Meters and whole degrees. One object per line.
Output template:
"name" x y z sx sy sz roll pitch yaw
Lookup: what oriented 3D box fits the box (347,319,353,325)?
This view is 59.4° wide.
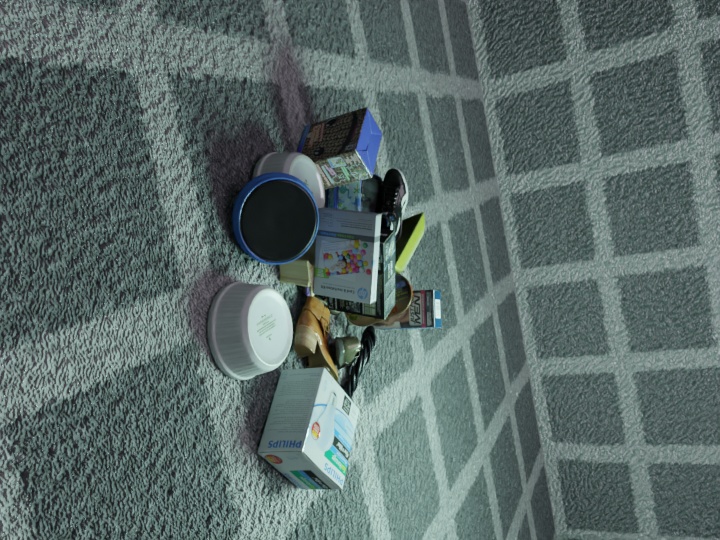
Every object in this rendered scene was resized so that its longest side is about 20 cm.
"box" 0.024 0.076 1.834 0.200 0.067 0.084 -47 125 -57

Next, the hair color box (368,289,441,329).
"hair color box" 0.119 0.109 1.725 0.060 0.195 0.103 12 75 -62

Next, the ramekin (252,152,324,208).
"ramekin" -0.163 -0.186 1.502 0.201 0.092 0.208 27 59 -58

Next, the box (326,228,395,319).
"box" 0.000 0.000 1.556 0.086 0.159 0.205 -45 138 -57

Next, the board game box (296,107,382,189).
"board game box" -0.059 -0.310 1.635 0.097 0.195 0.163 51 40 -42

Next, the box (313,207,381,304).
"box" -0.032 -0.037 1.469 0.041 0.152 0.206 -22 118 -64

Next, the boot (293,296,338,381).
"boot" -0.097 0.175 1.580 0.202 0.072 0.157 63 26 -42

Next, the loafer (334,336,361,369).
"loafer" -0.031 0.210 1.622 0.200 0.068 0.077 103 -21 -78

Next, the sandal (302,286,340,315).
"sandal" -0.087 0.059 1.641 0.200 0.053 0.084 47 44 -49

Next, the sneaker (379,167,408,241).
"sneaker" 0.080 -0.171 1.684 0.112 0.071 0.206 -18 110 -70

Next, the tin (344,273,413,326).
"tin" 0.048 0.080 1.695 0.042 0.195 0.115 20 51 -70

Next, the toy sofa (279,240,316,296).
"toy sofa" -0.122 -0.025 1.563 0.200 0.081 0.100 -52 145 -54

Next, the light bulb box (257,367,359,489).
"light bulb box" -0.112 0.363 1.441 0.200 0.122 0.204 55 37 -41

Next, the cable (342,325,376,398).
"cable" 0.000 0.249 1.678 0.050 0.164 0.203 25 55 -5

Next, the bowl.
"bowl" -0.182 -0.110 1.385 0.195 0.039 0.207 -7 107 -22

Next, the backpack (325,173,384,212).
"backpack" -0.018 -0.179 1.729 0.199 0.143 0.189 9 80 -72

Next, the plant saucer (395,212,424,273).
"plant saucer" 0.096 -0.054 1.780 0.048 0.198 0.202 40 63 -20

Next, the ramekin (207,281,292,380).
"ramekin" -0.222 0.123 1.324 0.201 0.092 0.209 24 63 -59
